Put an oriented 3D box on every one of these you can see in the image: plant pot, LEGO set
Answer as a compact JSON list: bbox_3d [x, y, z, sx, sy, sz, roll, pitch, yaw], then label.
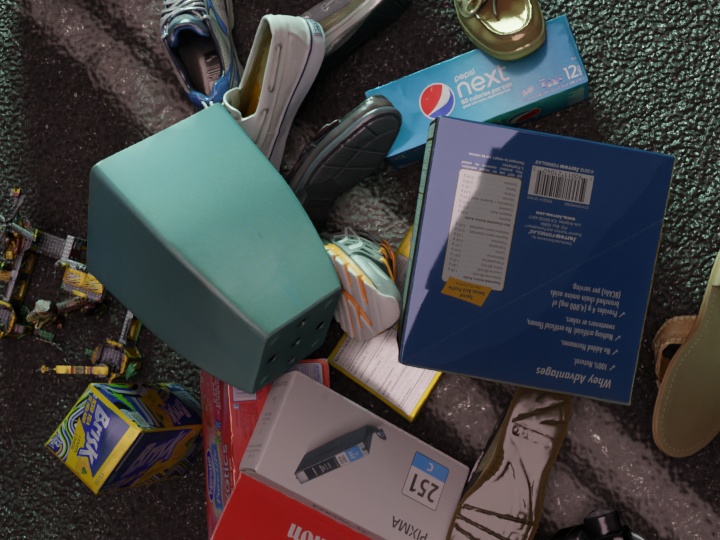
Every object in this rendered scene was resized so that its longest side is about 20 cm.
[{"bbox_3d":[-0.119,-0.006,0.941,0.140,0.142,0.200,-32,68,-33],"label":"plant pot"},{"bbox_3d":[-0.296,0.024,1.062,0.198,0.116,0.156,25,90,13],"label":"LEGO set"}]

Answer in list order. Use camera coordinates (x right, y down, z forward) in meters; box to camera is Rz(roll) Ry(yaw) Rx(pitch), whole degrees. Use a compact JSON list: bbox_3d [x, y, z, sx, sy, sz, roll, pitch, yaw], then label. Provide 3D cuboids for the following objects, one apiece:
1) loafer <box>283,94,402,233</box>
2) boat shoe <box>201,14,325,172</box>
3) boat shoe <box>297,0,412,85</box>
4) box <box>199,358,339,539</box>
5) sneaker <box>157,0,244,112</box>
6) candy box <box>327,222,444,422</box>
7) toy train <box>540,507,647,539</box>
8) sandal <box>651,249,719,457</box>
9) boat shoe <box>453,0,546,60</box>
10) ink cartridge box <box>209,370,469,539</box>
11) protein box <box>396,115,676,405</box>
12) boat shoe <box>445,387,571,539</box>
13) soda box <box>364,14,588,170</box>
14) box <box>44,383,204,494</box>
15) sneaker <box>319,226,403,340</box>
[{"bbox_3d":[-0.039,-0.097,1.016,0.200,0.071,0.064,-49,56,34],"label":"loafer"},{"bbox_3d":[-0.108,-0.144,1.013,0.075,0.085,0.204,56,129,39],"label":"boat shoe"},{"bbox_3d":[-0.014,-0.253,1.053,0.201,0.074,0.065,-39,83,13],"label":"boat shoe"},{"bbox_3d":[-0.083,0.185,0.997,0.101,0.094,0.204,-2,83,-25],"label":"box"},{"bbox_3d":[-0.161,-0.241,1.076,0.076,0.085,0.203,-23,80,9],"label":"sneaker"},{"bbox_3d":[0.063,0.030,1.033,0.101,0.026,0.202,33,92,15],"label":"candy box"},{"bbox_3d":[0.212,0.313,0.952,0.112,0.085,0.204,-18,83,22],"label":"toy train"},{"bbox_3d":[0.294,0.067,0.968,0.077,0.069,0.214,35,73,-21],"label":"sandal"},{"bbox_3d":[0.109,-0.274,0.998,0.072,0.063,0.202,-26,56,3],"label":"boat shoe"},{"bbox_3d":[-0.017,0.212,0.948,0.198,0.045,0.179,31,69,-21],"label":"ink cartridge box"},{"bbox_3d":[0.140,-0.013,0.933,0.195,0.135,0.204,9,96,0],"label":"protein box"},{"bbox_3d":[0.133,0.192,0.982,0.071,0.066,0.204,23,86,9],"label":"boat shoe"},{"bbox_3d":[0.110,-0.164,1.022,0.197,0.064,0.069,-20,81,9],"label":"soda box"},{"bbox_3d":[-0.199,0.148,0.988,0.064,0.200,0.070,38,92,13],"label":"box"},{"bbox_3d":[0.000,0.000,0.973,0.076,0.200,0.080,-16,111,-15],"label":"sneaker"}]
